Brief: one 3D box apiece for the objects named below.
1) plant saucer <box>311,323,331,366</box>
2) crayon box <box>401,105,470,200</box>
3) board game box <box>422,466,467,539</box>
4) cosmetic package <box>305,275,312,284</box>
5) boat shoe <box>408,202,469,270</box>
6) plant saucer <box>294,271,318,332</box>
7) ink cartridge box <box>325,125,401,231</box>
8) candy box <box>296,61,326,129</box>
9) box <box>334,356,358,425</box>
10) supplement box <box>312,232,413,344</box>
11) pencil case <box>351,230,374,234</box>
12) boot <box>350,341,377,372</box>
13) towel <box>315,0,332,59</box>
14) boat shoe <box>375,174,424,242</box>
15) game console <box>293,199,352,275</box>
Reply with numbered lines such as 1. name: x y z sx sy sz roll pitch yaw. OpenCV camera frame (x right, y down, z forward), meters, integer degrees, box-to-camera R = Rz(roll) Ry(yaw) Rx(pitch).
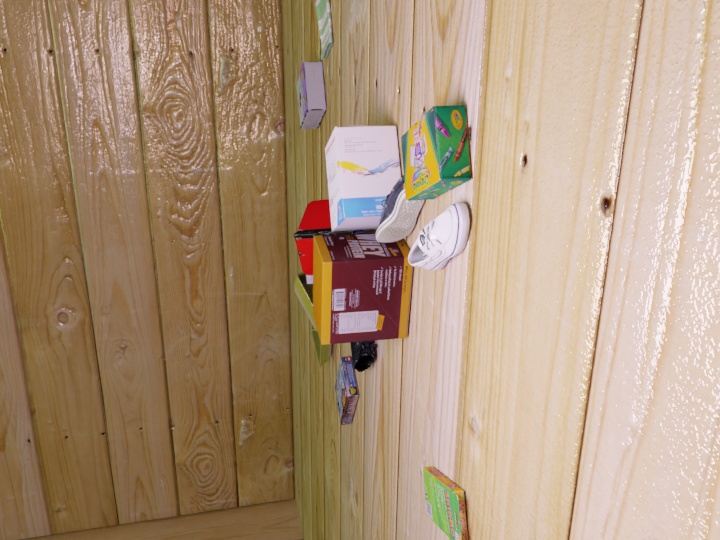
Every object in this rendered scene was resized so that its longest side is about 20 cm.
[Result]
1. plant saucer: -0.140 0.214 2.504 0.202 0.047 0.203 -108 19 -50
2. crayon box: 0.126 -0.196 1.170 0.200 0.057 0.122 163 103 -77
3. board game box: 0.161 0.444 1.283 0.200 0.029 0.098 170 96 -80
4. cosmetic package: -0.078 -0.048 1.942 0.202 0.147 0.052 100 160 -47
5. boat shoe: 0.131 -0.049 1.173 0.201 0.065 0.075 109 153 -61
6. plant saucer: -0.125 0.097 2.056 0.203 0.047 0.200 62 -160 3
7. ink cartridge box: 0.007 -0.204 1.517 0.147 0.141 0.205 149 116 -75
8. candy box: -0.175 -0.613 2.390 0.200 0.070 0.172 149 116 -76
9. box: -0.046 0.388 2.181 0.202 0.039 0.139 102 161 -52
10. supplement box: 0.001 0.036 1.489 0.133 0.195 0.202 -116 25 -61
11. pencil case: 0.000 0.000 1.675 0.077 0.086 0.205 23 109 43
12. boot: -0.009 0.200 1.884 0.199 0.072 0.166 113 151 -56
13. towel: -0.117 -0.801 2.178 0.152 0.023 0.206 159 107 -76
14. boat shoe: 0.079 -0.123 1.383 0.201 0.073 0.064 116 149 -55
15. game console: -0.063 -0.090 1.793 0.119 0.196 0.176 -41 -56 -55
